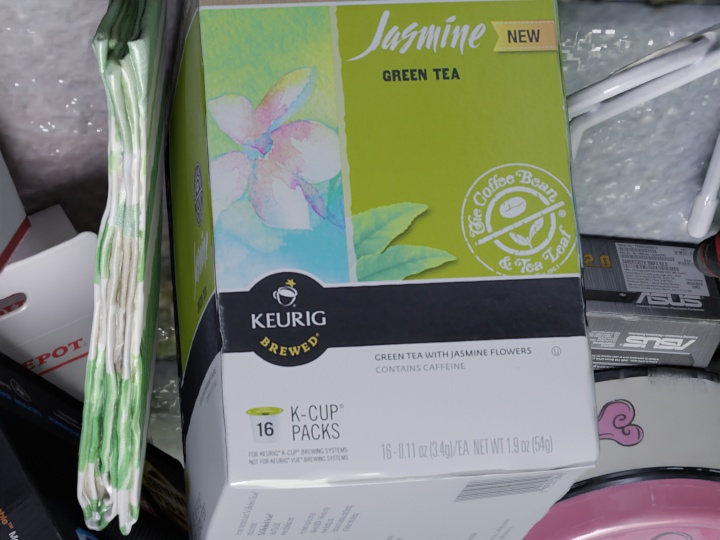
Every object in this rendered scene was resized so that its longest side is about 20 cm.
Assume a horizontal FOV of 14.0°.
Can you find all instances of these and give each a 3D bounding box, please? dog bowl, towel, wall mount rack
[{"bbox_3d":[0.118,0.135,1.324,0.200,0.074,0.200,-6,139,-5],"label":"dog bowl"},{"bbox_3d":[-0.087,-0.024,1.083,0.023,0.153,0.200,3,119,-1],"label":"towel"},{"bbox_3d":[0.139,-0.053,1.139,0.200,0.075,0.174,-22,178,-40],"label":"wall mount rack"}]

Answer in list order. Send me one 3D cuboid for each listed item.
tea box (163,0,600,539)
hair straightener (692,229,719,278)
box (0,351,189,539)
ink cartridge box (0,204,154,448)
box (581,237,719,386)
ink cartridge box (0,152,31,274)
[{"bbox_3d":[0.000,0.000,1.086,0.133,0.197,0.200,-3,166,-8],"label":"tea box"},{"bbox_3d":[0.181,-0.011,1.192,0.077,0.041,0.200,-25,177,0],"label":"hair straightener"},{"bbox_3d":[-0.090,0.130,1.138,0.050,0.199,0.200,-40,146,7],"label":"box"},{"bbox_3d":[-0.156,0.051,1.234,0.117,0.067,0.200,-23,140,-14],"label":"ink cartridge box"},{"bbox_3d":[0.045,0.051,1.308,0.200,0.048,0.159,4,137,-15],"label":"box"},{"bbox_3d":[-0.242,-0.001,1.112,0.200,0.144,0.084,-18,105,10],"label":"ink cartridge box"}]
